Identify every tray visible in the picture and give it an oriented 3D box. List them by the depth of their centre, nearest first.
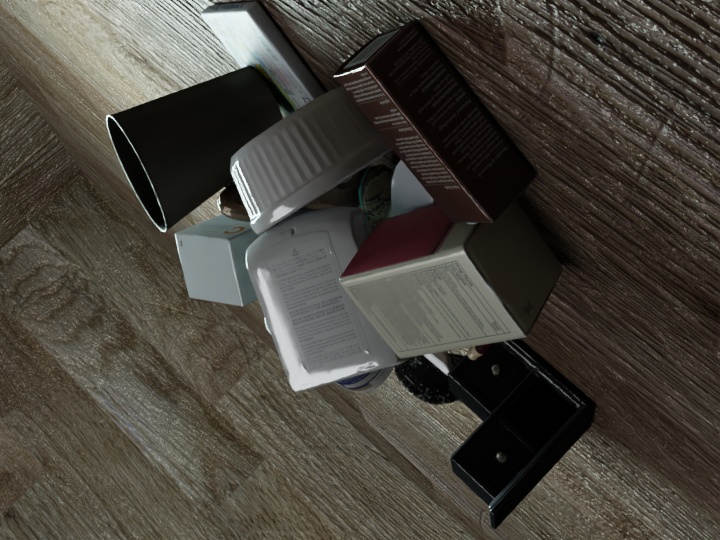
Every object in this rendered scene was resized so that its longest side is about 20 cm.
[{"bbox_3d":[0.059,0.075,1.719,0.200,0.022,0.107,40,173,20],"label":"tray"}]

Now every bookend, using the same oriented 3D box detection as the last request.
[{"bbox_3d":[0.178,0.202,1.655,0.200,0.199,0.092,42,168,22],"label":"bookend"}]

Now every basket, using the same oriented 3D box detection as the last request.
[{"bbox_3d":[-0.208,-0.171,1.600,0.136,0.199,0.181,44,157,41],"label":"basket"}]

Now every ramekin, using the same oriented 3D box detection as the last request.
[{"bbox_3d":[-0.061,-0.133,1.419,0.095,0.201,0.202,58,167,-4],"label":"ramekin"}]

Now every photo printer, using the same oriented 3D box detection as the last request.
[{"bbox_3d":[-0.041,0.030,1.450,0.069,0.165,0.202,-30,-80,-63],"label":"photo printer"}]

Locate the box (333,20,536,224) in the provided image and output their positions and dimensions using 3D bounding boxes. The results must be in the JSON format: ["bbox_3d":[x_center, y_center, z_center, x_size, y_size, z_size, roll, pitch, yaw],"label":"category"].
[{"bbox_3d":[0.073,-0.143,1.204,0.200,0.075,0.100,51,166,-15],"label":"box"}]

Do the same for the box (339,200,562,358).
[{"bbox_3d":[0.097,0.005,1.335,0.199,0.109,0.128,-14,122,47],"label":"box"}]

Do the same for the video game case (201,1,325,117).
[{"bbox_3d":[-0.110,-0.258,1.566,0.200,0.022,0.182,51,167,-24],"label":"video game case"}]

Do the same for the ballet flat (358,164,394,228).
[{"bbox_3d":[0.041,-0.084,1.549,0.075,0.068,0.200,22,170,6],"label":"ballet flat"}]

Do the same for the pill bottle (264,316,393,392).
[{"bbox_3d":[-0.042,0.090,1.708,0.111,0.111,0.200,35,180,42],"label":"pill bottle"}]

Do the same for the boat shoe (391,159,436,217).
[{"bbox_3d":[0.083,-0.067,1.427,0.072,0.065,0.201,37,148,34],"label":"boat shoe"}]

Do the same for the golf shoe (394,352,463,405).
[{"bbox_3d":[0.125,0.160,1.823,0.198,0.078,0.094,19,-177,-26],"label":"golf shoe"}]

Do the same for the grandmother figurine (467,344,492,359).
[{"bbox_3d":[0.150,0.056,1.601,0.200,0.060,0.122,5,118,64],"label":"grandmother figurine"}]

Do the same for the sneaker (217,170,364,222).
[{"bbox_3d":[-0.092,-0.118,1.616,0.076,0.198,0.071,94,165,-45],"label":"sneaker"}]

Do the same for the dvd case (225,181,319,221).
[{"bbox_3d":[-0.114,-0.131,1.697,0.200,0.142,0.018,41,144,32],"label":"dvd case"}]

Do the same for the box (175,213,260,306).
[{"bbox_3d":[-0.139,-0.035,1.713,0.124,0.199,0.099,7,114,45],"label":"box"}]
